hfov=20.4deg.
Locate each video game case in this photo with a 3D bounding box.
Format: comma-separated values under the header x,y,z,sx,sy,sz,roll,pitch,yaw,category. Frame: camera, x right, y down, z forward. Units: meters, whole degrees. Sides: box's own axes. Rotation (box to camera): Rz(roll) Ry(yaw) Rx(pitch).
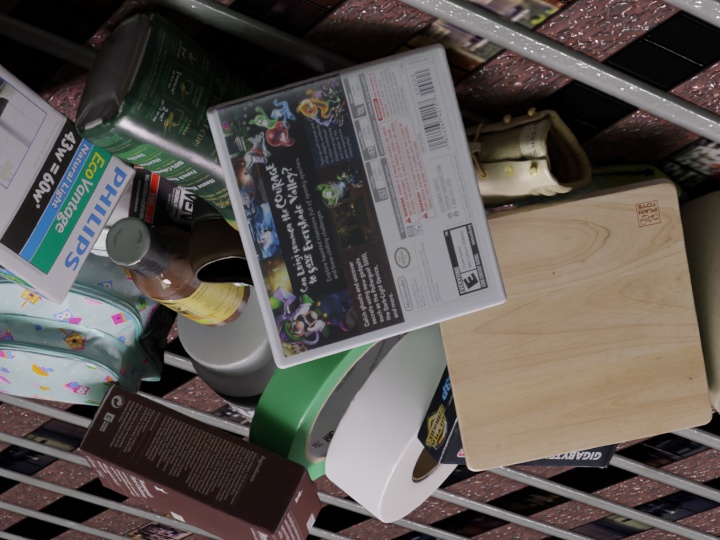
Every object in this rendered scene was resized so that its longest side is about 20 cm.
x,y,z,sx,sy,sz,roll,pitch,yaw,category
-0.001,-0.048,1.478,0.181,0.201,0.023,-16,-169,-5,video game case

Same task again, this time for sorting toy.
x,y,z,sx,sy,sz,roll,pitch,yaw,category
0.162,0.038,1.590,0.198,0.200,0.070,-11,-166,1,sorting toy

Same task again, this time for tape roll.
x,y,z,sx,sy,sz,roll,pitch,yaw,category
-0.019,0.101,1.820,0.048,0.201,0.201,36,161,18,tape roll
0.056,0.136,1.876,0.071,0.203,0.203,35,162,19,tape roll

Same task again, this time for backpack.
x,y,z,sx,sy,sz,roll,pitch,yaw,category
-0.266,0.033,1.815,0.174,0.154,0.201,9,148,8,backpack

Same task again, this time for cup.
x,y,z,sx,sy,sz,roll,pitch,yaw,category
0.333,0.041,1.635,0.199,0.144,0.201,-2,150,-1,cup

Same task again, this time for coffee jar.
x,y,z,sx,sy,sz,roll,pitch,yaw,category
-0.112,-0.103,1.516,0.199,0.105,0.085,31,152,-31,coffee jar

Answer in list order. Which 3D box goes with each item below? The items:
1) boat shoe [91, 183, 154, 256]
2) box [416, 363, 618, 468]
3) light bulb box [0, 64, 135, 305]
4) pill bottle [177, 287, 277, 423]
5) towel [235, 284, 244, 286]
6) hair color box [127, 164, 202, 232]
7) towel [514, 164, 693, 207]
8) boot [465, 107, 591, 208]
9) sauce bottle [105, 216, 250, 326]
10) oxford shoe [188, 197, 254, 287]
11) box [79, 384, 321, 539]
x,y,z,sx,sy,sz,roll,pitch,yaw,category
-0.245,-0.058,1.695,0.198,0.074,0.067,6,164,5,boat shoe
0.164,0.098,1.781,0.199,0.046,0.160,5,118,-34,box
-0.316,-0.091,1.517,0.197,0.125,0.200,20,167,40,light bulb box
-0.094,0.075,1.868,0.113,0.115,0.200,-1,160,17,pill bottle
0.000,0.000,1.736,0.198,0.024,0.153,2,-175,11,towel
-0.088,-0.070,1.647,0.198,0.062,0.102,9,154,-5,hair color box
0.226,-0.032,1.686,0.143,0.023,0.200,-6,152,29,towel
0.071,-0.092,1.537,0.155,0.073,0.200,-10,156,35,boot
-0.154,-0.002,1.666,0.064,0.065,0.200,-2,165,19,sauce bottle
-0.040,-0.007,1.599,0.198,0.085,0.073,1,151,8,oxford shoe
-0.140,0.183,1.774,0.199,0.075,0.100,20,158,16,box
